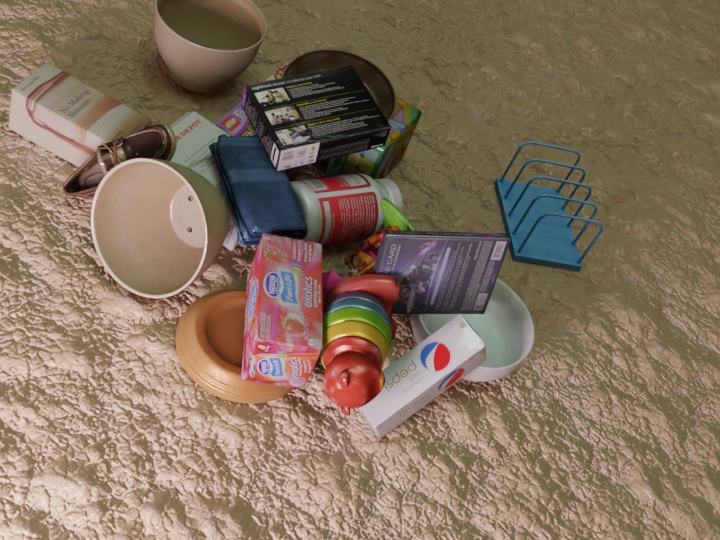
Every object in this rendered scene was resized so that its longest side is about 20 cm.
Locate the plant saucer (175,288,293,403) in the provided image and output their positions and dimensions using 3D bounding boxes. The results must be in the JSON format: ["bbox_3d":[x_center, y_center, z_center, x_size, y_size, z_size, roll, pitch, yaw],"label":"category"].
[{"bbox_3d":[-0.169,0.101,1.436,0.199,0.038,0.201,13,46,-14],"label":"plant saucer"}]

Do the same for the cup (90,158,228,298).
[{"bbox_3d":[-0.275,-0.072,1.457,0.200,0.201,0.143,39,23,12],"label":"cup"}]

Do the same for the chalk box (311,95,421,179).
[{"bbox_3d":[0.001,-0.225,1.747,0.123,0.125,0.200,33,46,7],"label":"chalk box"}]

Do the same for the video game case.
[{"bbox_3d":[0.113,0.005,1.460,0.199,0.143,0.019,1,36,-19],"label":"video game case"}]

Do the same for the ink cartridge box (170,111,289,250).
[{"bbox_3d":[-0.241,-0.148,1.594,0.200,0.084,0.145,35,45,6],"label":"ink cartridge box"}]

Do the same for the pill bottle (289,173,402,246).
[{"bbox_3d":[-0.033,-0.100,1.624,0.199,0.113,0.113,-10,55,-34],"label":"pill bottle"}]

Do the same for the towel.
[{"bbox_3d":[-0.158,-0.125,1.522,0.111,0.049,0.201,-3,54,-29],"label":"towel"}]

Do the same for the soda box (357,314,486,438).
[{"bbox_3d":[0.086,0.153,1.417,0.200,0.068,0.064,-36,67,-8],"label":"soda box"}]

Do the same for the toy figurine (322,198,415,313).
[{"bbox_3d":[0.000,0.000,1.531,0.184,0.200,0.151,-35,99,-5],"label":"toy figurine"}]

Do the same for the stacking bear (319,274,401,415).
[{"bbox_3d":[-0.006,0.109,1.368,0.113,0.122,0.200,6,36,1],"label":"stacking bear"}]

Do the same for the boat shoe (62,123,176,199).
[{"bbox_3d":[-0.365,-0.160,1.474,0.072,0.199,0.073,-15,84,-65],"label":"boat shoe"}]

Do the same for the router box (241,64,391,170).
[{"bbox_3d":[-0.071,-0.248,1.581,0.199,0.051,0.150,-15,60,-24],"label":"router box"}]

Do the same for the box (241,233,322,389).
[{"bbox_3d":[-0.111,0.056,1.405,0.095,0.100,0.201,11,47,-15],"label":"box"}]

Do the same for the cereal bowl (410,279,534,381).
[{"bbox_3d":[0.169,0.096,1.557,0.199,0.084,0.201,11,47,-12],"label":"cereal bowl"}]

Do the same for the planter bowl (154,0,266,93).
[{"bbox_3d":[-0.282,-0.408,1.777,0.199,0.135,0.201,13,45,-13],"label":"planter bowl"}]

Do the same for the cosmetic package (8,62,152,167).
[{"bbox_3d":[-0.449,-0.236,1.579,0.199,0.087,0.104,28,45,1],"label":"cosmetic package"}]

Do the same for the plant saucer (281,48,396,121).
[{"bbox_3d":[-0.039,-0.294,1.675,0.199,0.037,0.201,8,54,-11],"label":"plant saucer"}]

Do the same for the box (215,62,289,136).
[{"bbox_3d":[-0.143,-0.269,1.748,0.137,0.039,0.200,36,60,11],"label":"box"}]

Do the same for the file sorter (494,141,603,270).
[{"bbox_3d":[0.348,-0.123,1.811,0.138,0.123,0.201,9,48,-16],"label":"file sorter"}]
